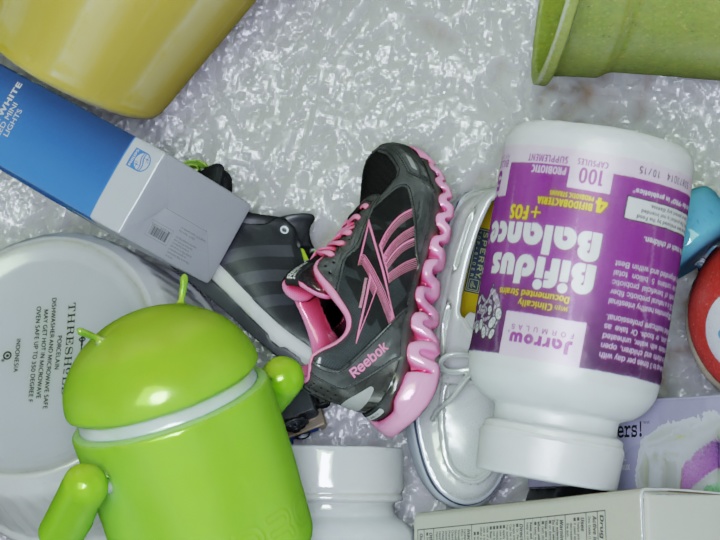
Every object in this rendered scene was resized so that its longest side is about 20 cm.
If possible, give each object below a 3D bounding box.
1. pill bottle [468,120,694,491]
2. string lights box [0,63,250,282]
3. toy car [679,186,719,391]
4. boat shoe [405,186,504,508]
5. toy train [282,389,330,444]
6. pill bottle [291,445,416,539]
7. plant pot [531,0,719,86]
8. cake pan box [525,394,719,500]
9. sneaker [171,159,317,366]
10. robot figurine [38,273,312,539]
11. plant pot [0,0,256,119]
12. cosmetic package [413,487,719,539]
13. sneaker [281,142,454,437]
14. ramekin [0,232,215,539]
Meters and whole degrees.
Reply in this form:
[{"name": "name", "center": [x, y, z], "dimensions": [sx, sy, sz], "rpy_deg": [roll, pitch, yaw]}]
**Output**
[{"name": "pill bottle", "center": [0.122, 0.022, 1.249], "dimensions": [0.112, 0.112, 0.200], "rpy_deg": [9, 86, 10]}, {"name": "string lights box", "center": [-0.177, -0.069, 1.359], "dimensions": [0.200, 0.103, 0.059], "rpy_deg": [29, 88, 33]}, {"name": "toy car", "center": [0.284, -0.014, 1.247], "dimensions": [0.177, 0.200, 0.184], "rpy_deg": [-32, 75, -19]}, {"name": "boat shoe", "center": [0.080, 0.046, 1.340], "dimensions": [0.074, 0.086, 0.202], "rpy_deg": [12, 82, -14]}, {"name": "toy train", "center": [-0.110, 0.119, 1.388], "dimensions": [0.200, 0.046, 0.034], "rpy_deg": [-21, 62, 8]}, {"name": "pill bottle", "center": [-0.021, 0.207, 1.330], "dimensions": [0.114, 0.114, 0.200], "rpy_deg": [0, 83, 9]}, {"name": "plant pot", "center": [0.215, -0.192, 1.315], "dimensions": [0.184, 0.200, 0.201], "rpy_deg": [11, 85, -1]}, {"name": "cake pan box", "center": [0.175, 0.166, 1.283], "dimensions": [0.200, 0.052, 0.185], "rpy_deg": [-7, 79, 53]}, {"name": "sneaker", "center": [-0.049, 0.002, 1.379], "dimensions": [0.200, 0.072, 0.083], "rpy_deg": [39, 89, 11]}, {"name": "robot figurine", "center": [-0.097, 0.109, 1.233], "dimensions": [0.116, 0.175, 0.200], "rpy_deg": [-2, 111, 49]}, {"name": "plant pot", "center": [-0.141, -0.206, 1.365], "dimensions": [0.201, 0.201, 0.189], "rpy_deg": [32, 103, 11]}, {"name": "cosmetic package", "center": [0.120, 0.183, 1.254], "dimensions": [0.200, 0.071, 0.105], "rpy_deg": [-12, 76, 52]}, {"name": "sneaker", "center": [0.000, 0.000, 1.334], "dimensions": [0.095, 0.079, 0.200], "rpy_deg": [16, 55, -19]}, {"name": "ramekin", "center": [-0.184, 0.069, 1.354], "dimensions": [0.202, 0.094, 0.203], "rpy_deg": [-7, 65, 15]}]
